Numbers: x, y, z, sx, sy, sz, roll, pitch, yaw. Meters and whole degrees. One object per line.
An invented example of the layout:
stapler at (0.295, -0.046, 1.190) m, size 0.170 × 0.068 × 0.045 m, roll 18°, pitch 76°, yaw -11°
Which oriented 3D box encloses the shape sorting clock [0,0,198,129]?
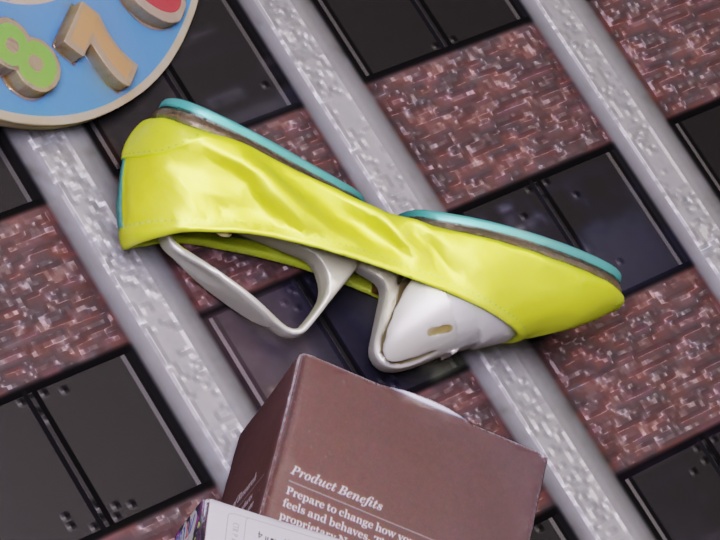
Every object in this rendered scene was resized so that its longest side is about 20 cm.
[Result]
shape sorting clock at (-0.136, -0.151, 1.108) m, size 0.199 × 0.039 × 0.201 m, roll 16°, pitch 64°, yaw -35°

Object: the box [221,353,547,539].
box at (-0.010, 0.140, 1.004) m, size 0.100 × 0.075 × 0.201 m, roll 23°, pitch 56°, yaw -11°

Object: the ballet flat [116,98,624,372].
ballet flat at (0.000, 0.000, 1.106) m, size 0.199 × 0.067 × 0.067 m, roll 21°, pitch 75°, yaw -10°

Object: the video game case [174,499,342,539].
video game case at (0.025, 0.183, 0.928) m, size 0.199 × 0.036 × 0.182 m, roll 18°, pitch 55°, yaw -17°
